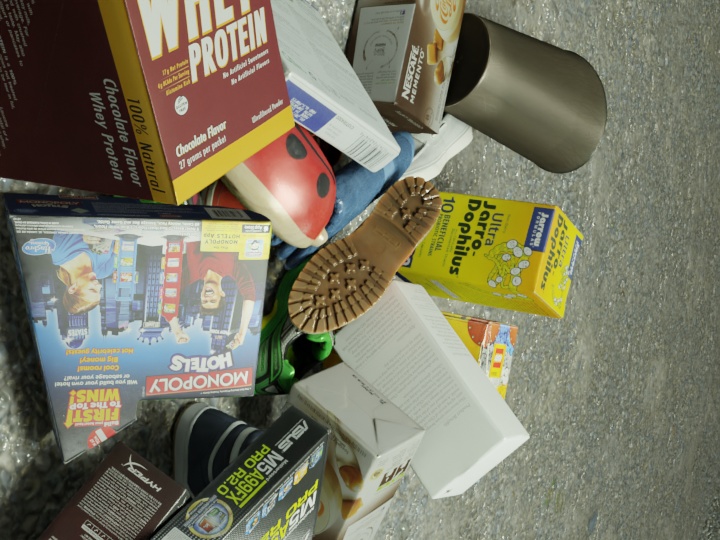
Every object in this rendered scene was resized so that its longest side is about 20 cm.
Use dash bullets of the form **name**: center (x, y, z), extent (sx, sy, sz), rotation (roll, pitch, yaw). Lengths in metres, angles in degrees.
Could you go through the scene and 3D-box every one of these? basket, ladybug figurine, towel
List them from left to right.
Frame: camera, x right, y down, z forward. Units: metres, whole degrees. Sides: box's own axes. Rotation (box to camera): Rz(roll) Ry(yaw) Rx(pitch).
- **ladybug figurine**: center (-0.086, -0.109, 0.909), extent (0.200, 0.072, 0.136), rotation (52, 14, -11)
- **towel**: center (-0.013, -0.077, 1.067), extent (0.049, 0.111, 0.200), rotation (51, 35, -2)
- **basket**: center (0.179, -0.220, 1.255), extent (0.199, 0.136, 0.181), rotation (14, 44, -41)

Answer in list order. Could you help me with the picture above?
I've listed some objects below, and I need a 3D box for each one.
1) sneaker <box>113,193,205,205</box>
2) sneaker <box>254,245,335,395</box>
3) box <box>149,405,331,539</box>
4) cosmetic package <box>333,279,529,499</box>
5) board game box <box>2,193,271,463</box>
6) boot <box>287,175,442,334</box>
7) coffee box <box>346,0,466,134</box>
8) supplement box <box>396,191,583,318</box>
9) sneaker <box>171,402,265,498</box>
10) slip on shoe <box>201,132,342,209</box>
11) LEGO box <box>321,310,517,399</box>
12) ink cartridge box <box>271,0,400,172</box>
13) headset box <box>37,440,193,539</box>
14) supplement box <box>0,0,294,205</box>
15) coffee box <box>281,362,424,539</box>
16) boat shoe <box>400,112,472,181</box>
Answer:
- **sneaker**: center (-0.168, -0.057, 0.888), extent (0.076, 0.084, 0.202), rotation (-15, 103, -9)
- **sneaker**: center (-0.050, 0.056, 1.079), extent (0.201, 0.085, 0.078), rotation (-57, 142, -33)
- **box**: center (-0.106, 0.229, 0.860), extent (0.200, 0.044, 0.161), rotation (-41, 151, -41)
- **cosmetic package**: center (0.068, 0.119, 1.063), extent (0.101, 0.201, 0.071), rotation (-43, 155, 19)
- **board game box**: center (-0.181, 0.046, 0.824), extent (0.198, 0.062, 0.201), rotation (1, 109, -24)
- **boot**: center (0.000, 0.000, 1.053), extent (0.200, 0.075, 0.107), rotation (-44, 175, -24)
- **coffee box**: center (0.052, -0.265, 1.160), extent (0.114, 0.079, 0.202), rotation (21, 80, -58)
- **supplement box**: center (0.152, -0.022, 1.273), extent (0.109, 0.199, 0.110), rotation (33, 70, -56)
- **sneaker**: center (-0.120, 0.232, 0.990), extent (0.070, 0.108, 0.202), rotation (-23, 117, -53)
- **slip on shoe**: center (-0.086, -0.088, 1.007), extent (0.200, 0.061, 0.075), rotation (-43, 134, -43)
- **LEGO box**: center (0.058, 0.114, 1.158), extent (0.077, 0.199, 0.150), rotation (12, 89, -58)
- **ink cartridge box**: center (-0.063, -0.201, 0.958), extent (0.043, 0.201, 0.196), rotation (-39, 151, 17)
- **headset box**: center (-0.211, 0.258, 0.826), extent (0.200, 0.075, 0.149), rotation (-51, 157, -23)
- **supplement box**: center (-0.177, -0.170, 0.708), extent (0.133, 0.199, 0.199), rotation (-42, 131, -44)
- **coffee box**: center (-0.033, 0.210, 1.036), extent (0.079, 0.114, 0.201), rotation (-19, 138, -49)
- **boat shoe**: center (0.075, -0.154, 1.243), extent (0.200, 0.072, 0.069), rotation (-40, 115, -43)
